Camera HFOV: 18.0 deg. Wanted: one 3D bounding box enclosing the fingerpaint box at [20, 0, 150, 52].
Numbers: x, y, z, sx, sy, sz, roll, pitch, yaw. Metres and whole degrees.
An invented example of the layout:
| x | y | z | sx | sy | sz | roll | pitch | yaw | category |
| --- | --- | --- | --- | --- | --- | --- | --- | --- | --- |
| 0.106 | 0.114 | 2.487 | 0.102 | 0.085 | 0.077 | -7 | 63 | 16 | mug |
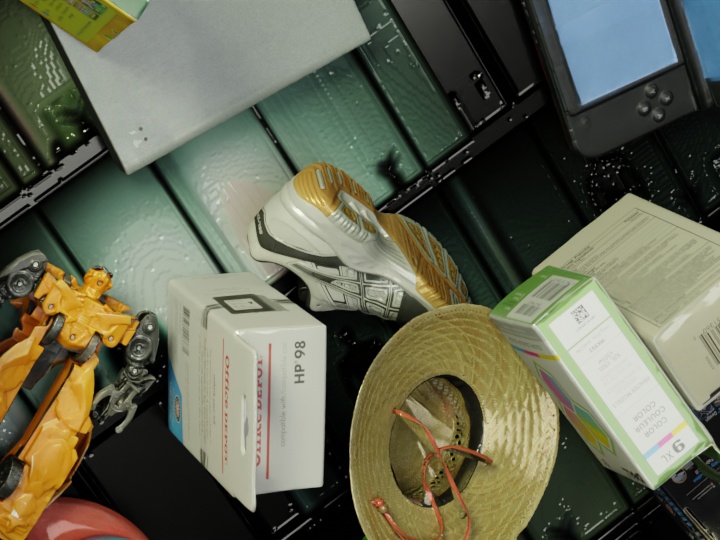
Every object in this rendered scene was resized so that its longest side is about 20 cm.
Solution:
| x | y | z | sx | sy | sz | roll | pitch | yaw | category |
| --- | --- | --- | --- | --- | --- | --- | --- | --- | --- |
| -0.201 | -0.219 | 1.411 | 0.167 | 0.200 | 0.073 | 34 | 83 | -10 | fingerpaint box |

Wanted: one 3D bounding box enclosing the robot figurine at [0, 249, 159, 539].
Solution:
| x | y | z | sx | sy | sz | roll | pitch | yaw | category |
| --- | --- | --- | --- | --- | --- | --- | --- | --- | --- |
| -0.230 | 0.082 | 1.571 | 0.145 | 0.058 | 0.200 | 31 | 92 | -24 | robot figurine |

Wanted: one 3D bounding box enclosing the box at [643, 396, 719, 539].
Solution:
| x | y | z | sx | sy | sz | roll | pitch | yaw | category |
| --- | --- | --- | --- | --- | --- | --- | --- | --- | --- |
| 0.293 | 0.102 | 1.704 | 0.200 | 0.050 | 0.199 | -39 | 75 | -10 | box |

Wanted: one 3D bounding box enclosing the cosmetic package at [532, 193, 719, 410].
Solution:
| x | y | z | sx | sy | sz | roll | pitch | yaw | category |
| --- | --- | --- | --- | --- | --- | --- | --- | --- | --- |
| 0.218 | 0.019 | 1.645 | 0.105 | 0.200 | 0.071 | -38 | 113 | -7 | cosmetic package |

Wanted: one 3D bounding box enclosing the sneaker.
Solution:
| x | y | z | sx | sy | sz | roll | pitch | yaw | category |
| --- | --- | --- | --- | --- | --- | --- | --- | --- | --- |
| 0.000 | 0.000 | 1.640 | 0.088 | 0.076 | 0.200 | -36 | 126 | 23 | sneaker |

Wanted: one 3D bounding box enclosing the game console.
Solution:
| x | y | z | sx | sy | sz | roll | pitch | yaw | category |
| --- | --- | --- | --- | --- | --- | --- | --- | --- | --- |
| 0.219 | -0.191 | 1.639 | 0.172 | 0.119 | 0.201 | -25 | 110 | -13 | game console |

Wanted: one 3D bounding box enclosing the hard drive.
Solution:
| x | y | z | sx | sy | sz | roll | pitch | yaw | category |
| --- | --- | --- | --- | --- | --- | --- | --- | --- | --- |
| -0.107 | -0.175 | 1.567 | 0.200 | 0.033 | 0.140 | -30 | 111 | -12 | hard drive |

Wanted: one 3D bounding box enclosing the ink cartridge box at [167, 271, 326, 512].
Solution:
| x | y | z | sx | sy | sz | roll | pitch | yaw | category |
| --- | --- | --- | --- | --- | --- | --- | --- | --- | --- |
| -0.073 | 0.080 | 1.551 | 0.066 | 0.200 | 0.116 | -4 | 104 | -20 | ink cartridge box |

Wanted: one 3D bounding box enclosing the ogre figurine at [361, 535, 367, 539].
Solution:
| x | y | z | sx | sy | sz | roll | pitch | yaw | category |
| --- | --- | --- | --- | --- | --- | --- | --- | --- | --- |
| 0.000 | 0.260 | 1.684 | 0.200 | 0.098 | 0.120 | -27 | 129 | 21 | ogre figurine |

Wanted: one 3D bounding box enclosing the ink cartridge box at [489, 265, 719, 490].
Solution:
| x | y | z | sx | sy | sz | roll | pitch | yaw | category |
| --- | --- | --- | --- | --- | --- | --- | --- | --- | --- |
| 0.182 | 0.094 | 1.594 | 0.059 | 0.104 | 0.200 | -39 | 102 | -8 | ink cartridge box |

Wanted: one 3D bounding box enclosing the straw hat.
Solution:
| x | y | z | sx | sy | sz | roll | pitch | yaw | category |
| --- | --- | --- | --- | --- | --- | --- | --- | --- | --- |
| 0.043 | 0.122 | 1.644 | 0.200 | 0.085 | 0.202 | -2 | 93 | -35 | straw hat |

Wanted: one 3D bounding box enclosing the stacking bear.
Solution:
| x | y | z | sx | sy | sz | roll | pitch | yaw | category |
| --- | --- | --- | --- | --- | --- | --- | --- | --- | --- |
| -0.165 | 0.246 | 1.557 | 0.113 | 0.200 | 0.122 | 9 | 100 | -22 | stacking bear |
